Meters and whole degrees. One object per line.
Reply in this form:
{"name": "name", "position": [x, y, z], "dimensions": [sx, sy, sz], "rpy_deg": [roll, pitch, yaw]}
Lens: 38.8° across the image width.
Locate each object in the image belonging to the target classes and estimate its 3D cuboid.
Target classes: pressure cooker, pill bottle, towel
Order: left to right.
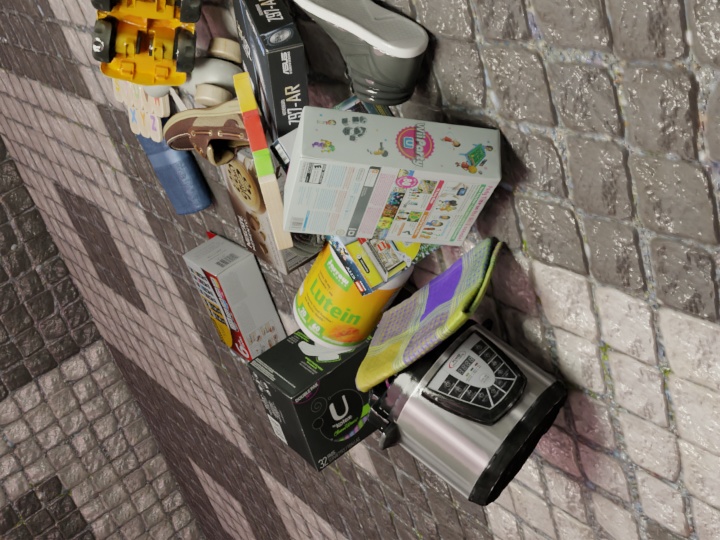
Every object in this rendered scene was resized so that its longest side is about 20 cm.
{"name": "towel", "position": [-0.327, -0.194, 1.779], "dimensions": [0.112, 0.048, 0.200], "rpy_deg": [3, 122, 58]}
{"name": "pill bottle", "position": [0.000, 0.000, 1.276], "dimensions": [0.111, 0.111, 0.200], "rpy_deg": [49, 134, 18]}
{"name": "towel", "position": [0.072, 0.051, 1.140], "dimensions": [0.023, 0.144, 0.200], "rpy_deg": [41, 134, -12]}
{"name": "pressure cooker", "position": [0.113, 0.151, 1.182], "dimensions": [0.200, 0.176, 0.179], "rpy_deg": [37, 108, 19]}

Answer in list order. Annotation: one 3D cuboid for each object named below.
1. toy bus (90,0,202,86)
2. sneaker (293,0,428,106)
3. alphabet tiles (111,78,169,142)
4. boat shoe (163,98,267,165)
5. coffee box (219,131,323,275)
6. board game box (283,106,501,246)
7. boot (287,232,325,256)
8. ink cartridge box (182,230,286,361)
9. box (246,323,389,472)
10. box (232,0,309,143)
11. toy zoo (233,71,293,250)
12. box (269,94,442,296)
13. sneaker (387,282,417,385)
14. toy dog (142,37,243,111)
{"name": "toy bus", "position": [-0.276, -0.371, 1.338], "dimensions": [0.200, 0.135, 0.192], "rpy_deg": [107, 164, -49]}
{"name": "sneaker", "position": [-0.013, -0.244, 1.089], "dimensions": [0.200, 0.071, 0.099], "rpy_deg": [39, 146, 27]}
{"name": "alphabet tiles", "position": [-0.368, -0.314, 1.684], "dimensions": [0.200, 0.015, 0.196], "rpy_deg": [25, 125, 50]}
{"name": "boat shoe", "position": [-0.197, -0.176, 1.372], "dimensions": [0.200, 0.072, 0.072], "rpy_deg": [-6, 77, 40]}
{"name": "coffee box", "position": [-0.130, -0.108, 1.472], "dimensions": [0.113, 0.080, 0.200], "rpy_deg": [31, 145, 43]}
{"name": "board game box", "position": [0.028, -0.092, 1.053], "dimensions": [0.148, 0.200, 0.064], "rpy_deg": [114, 160, -62]}
{"name": "boot", "position": [-0.050, -0.098, 1.323], "dimensions": [0.073, 0.182, 0.200], "rpy_deg": [35, -176, -3]}
{"name": "ink cartridge box", "position": [-0.237, 0.046, 1.862], "dimensions": [0.175, 0.084, 0.200], "rpy_deg": [25, 142, 51]}
{"name": "box", "position": [-0.034, 0.157, 1.468], "dimensions": [0.124, 0.200, 0.149], "rpy_deg": [30, 145, 48]}
{"name": "box", "position": [-0.106, -0.253, 1.207], "dimensions": [0.160, 0.043, 0.200], "rpy_deg": [87, 164, -49]}
{"name": "toy zoo", "position": [-0.118, -0.140, 1.209], "dimensions": [0.131, 0.020, 0.200], "rpy_deg": [81, 173, -57]}
{"name": "box", "position": [0.008, -0.091, 1.160], "dimensions": [0.200, 0.136, 0.038], "rpy_deg": [58, 157, -3]}
{"name": "sneaker", "position": [0.052, 0.089, 1.337], "dimensions": [0.200, 0.106, 0.075], "rpy_deg": [41, 152, 31]}
{"name": "toy dog", "position": [-0.215, -0.263, 1.431], "dimensions": [0.096, 0.132, 0.200], "rpy_deg": [26, -174, -42]}
